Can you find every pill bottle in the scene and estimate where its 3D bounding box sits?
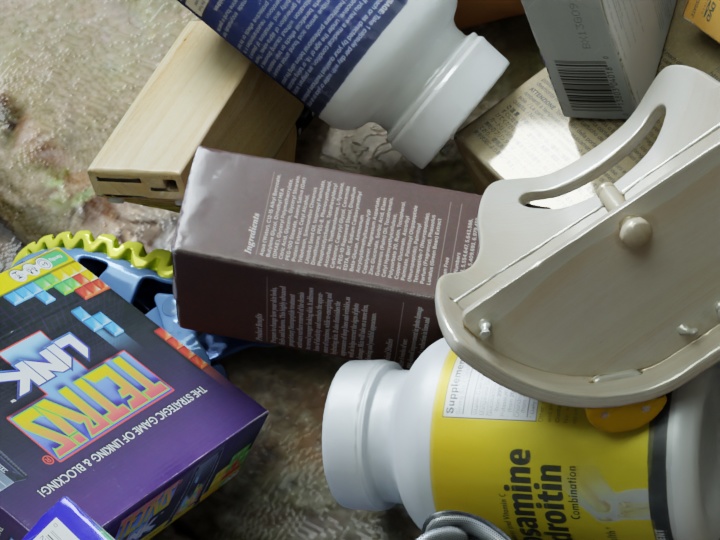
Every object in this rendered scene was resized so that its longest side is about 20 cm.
[{"bbox_3d":[-0.015,-0.153,1.129,0.200,0.111,0.111,39,73,-2],"label":"pill bottle"},{"bbox_3d":[0.087,0.090,1.006,0.200,0.112,0.112,1,57,22],"label":"pill bottle"}]

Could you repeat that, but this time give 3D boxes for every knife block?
[{"bbox_3d":[-0.085,-0.119,1.188,0.064,0.200,0.176,2,87,24],"label":"knife block"}]

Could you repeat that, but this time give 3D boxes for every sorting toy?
[{"bbox_3d":[0.133,-0.031,0.957,0.200,0.107,0.180,-34,30,9],"label":"sorting toy"}]

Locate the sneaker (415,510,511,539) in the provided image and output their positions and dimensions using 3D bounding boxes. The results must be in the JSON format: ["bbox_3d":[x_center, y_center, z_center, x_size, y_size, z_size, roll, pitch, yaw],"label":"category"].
[{"bbox_3d":[0.023,0.167,0.975,0.200,0.114,0.076,0,56,22],"label":"sneaker"}]

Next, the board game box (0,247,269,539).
[{"bbox_3d":[-0.170,0.080,1.036,0.165,0.057,0.200,35,31,14],"label":"board game box"}]

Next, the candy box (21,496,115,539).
[{"bbox_3d":[-0.078,0.221,0.921,0.077,0.200,0.169,-44,55,-14],"label":"candy box"}]

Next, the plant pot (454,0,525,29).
[{"bbox_3d":[0.069,-0.238,1.209,0.140,0.200,0.200,-23,49,28],"label":"plant pot"}]

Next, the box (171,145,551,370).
[{"bbox_3d":[0.000,0.000,1.070,0.200,0.100,0.075,9,63,1],"label":"box"}]

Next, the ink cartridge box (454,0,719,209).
[{"bbox_3d":[0.178,-0.051,1.093,0.165,0.075,0.200,-36,50,-7],"label":"ink cartridge box"}]

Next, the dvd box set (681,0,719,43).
[{"bbox_3d":[0.296,-0.109,1.062,0.146,0.029,0.200,-12,42,-37],"label":"dvd box set"}]

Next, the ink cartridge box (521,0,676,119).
[{"bbox_3d":[0.148,-0.196,1.092,0.050,0.109,0.200,4,57,25],"label":"ink cartridge box"}]

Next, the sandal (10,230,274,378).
[{"bbox_3d":[-0.135,0.031,1.161,0.200,0.079,0.087,6,63,27],"label":"sandal"}]
